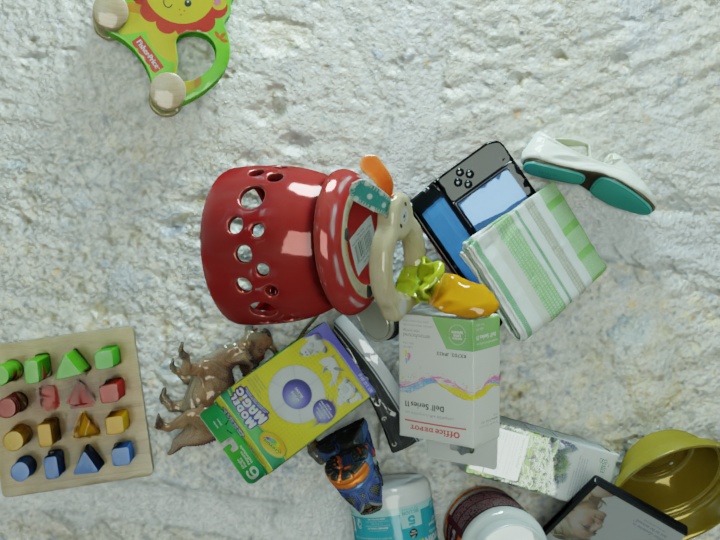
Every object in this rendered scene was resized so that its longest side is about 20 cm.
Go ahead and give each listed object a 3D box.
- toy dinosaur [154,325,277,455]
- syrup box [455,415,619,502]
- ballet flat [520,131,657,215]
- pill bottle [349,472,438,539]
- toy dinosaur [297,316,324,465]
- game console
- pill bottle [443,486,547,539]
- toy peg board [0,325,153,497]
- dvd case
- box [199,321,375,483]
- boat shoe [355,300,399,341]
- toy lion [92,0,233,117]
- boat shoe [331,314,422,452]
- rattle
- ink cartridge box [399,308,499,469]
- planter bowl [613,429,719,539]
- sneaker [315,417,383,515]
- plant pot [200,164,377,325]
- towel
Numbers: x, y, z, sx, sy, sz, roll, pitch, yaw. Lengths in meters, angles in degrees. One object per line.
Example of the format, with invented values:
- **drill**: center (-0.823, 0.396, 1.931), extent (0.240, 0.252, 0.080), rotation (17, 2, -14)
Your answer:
- **toy dinosaur**: center (-0.190, 0.166, 1.495), extent (0.135, 0.086, 0.201), rotation (18, 95, -12)
- **syrup box**: center (0.236, 0.252, 1.530), extent (0.199, 0.081, 0.079), rotation (16, 90, -5)
- **ballet flat**: center (0.316, -0.139, 1.548), extent (0.199, 0.069, 0.070), rotation (20, 89, -4)
- **pill bottle**: center (0.051, 0.375, 1.501), extent (0.110, 0.111, 0.202), rotation (-9, 92, -5)
- **toy dinosaur**: center (-0.088, 0.162, 1.514), extent (0.060, 0.106, 0.202), rotation (-4, 95, 26)
- **game console**: center (0.178, -0.052, 1.504), extent (0.172, 0.119, 0.201), rotation (-35, 94, -4)
- **pill bottle**: center (0.176, 0.352, 1.466), extent (0.113, 0.200, 0.115), rotation (0, 90, -5)
- **toy peg board**: center (-0.382, 0.186, 1.468), extent (0.198, 0.098, 0.201), rotation (-8, 91, -4)
- **dvd case**: center (0.315, 0.363, 1.509), extent (0.142, 0.018, 0.200), rotation (29, 128, -5)
- **box**: center (-0.092, 0.167, 1.435), extent (0.200, 0.048, 0.118), rotation (-35, 84, -23)
- **boat shoe**: center (0.000, 0.000, 1.528), extent (0.067, 0.057, 0.201), rotation (-26, 89, 32)
- **toy lion**: center (-0.240, -0.332, 1.500), extent (0.191, 0.069, 0.201), rotation (-36, 94, -11)
- **boat shoe**: center (0.011, 0.155, 1.521), extent (0.066, 0.070, 0.201), rotation (-34, 101, -5)
- **rattle**: center (0.075, -0.037, 1.368), extent (0.130, 0.142, 0.201), rotation (-26, 120, -42)
- **ink cartridge box**: center (0.112, 0.154, 1.447), extent (0.116, 0.067, 0.202), rotation (3, 97, 37)
- **planter bowl**: center (0.412, 0.274, 1.526), extent (0.199, 0.084, 0.201), rotation (-6, 130, -8)
- **sneaker**: center (-0.009, 0.252, 1.453), extent (0.075, 0.200, 0.079), rotation (-25, 103, 5)
- **plant pot**: center (-0.076, -0.036, 1.414), extent (0.181, 0.200, 0.202), rotation (-5, 91, 24)
- **towel**: center (0.229, -0.013, 1.499), extent (0.200, 0.031, 0.150), rotation (-34, 95, -37)
